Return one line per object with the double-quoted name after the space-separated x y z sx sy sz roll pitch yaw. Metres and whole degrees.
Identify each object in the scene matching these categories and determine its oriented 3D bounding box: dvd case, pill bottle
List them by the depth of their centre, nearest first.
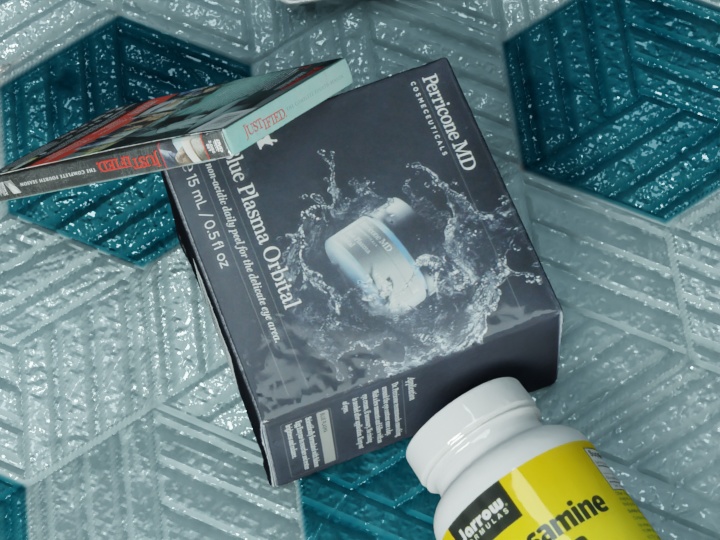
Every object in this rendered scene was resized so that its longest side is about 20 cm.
0.115 0.167 1.373 0.112 0.113 0.200 -31 67 -10 "pill bottle"
-0.122 -0.089 1.458 0.200 0.022 0.146 -10 16 35 "dvd case"

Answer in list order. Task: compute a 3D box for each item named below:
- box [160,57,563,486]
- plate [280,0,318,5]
0.000 0.000 1.455 0.199 0.118 0.197 -20 66 -7 "box"
0.029 -0.280 1.627 0.199 0.032 0.201 -9 65 0 "plate"
